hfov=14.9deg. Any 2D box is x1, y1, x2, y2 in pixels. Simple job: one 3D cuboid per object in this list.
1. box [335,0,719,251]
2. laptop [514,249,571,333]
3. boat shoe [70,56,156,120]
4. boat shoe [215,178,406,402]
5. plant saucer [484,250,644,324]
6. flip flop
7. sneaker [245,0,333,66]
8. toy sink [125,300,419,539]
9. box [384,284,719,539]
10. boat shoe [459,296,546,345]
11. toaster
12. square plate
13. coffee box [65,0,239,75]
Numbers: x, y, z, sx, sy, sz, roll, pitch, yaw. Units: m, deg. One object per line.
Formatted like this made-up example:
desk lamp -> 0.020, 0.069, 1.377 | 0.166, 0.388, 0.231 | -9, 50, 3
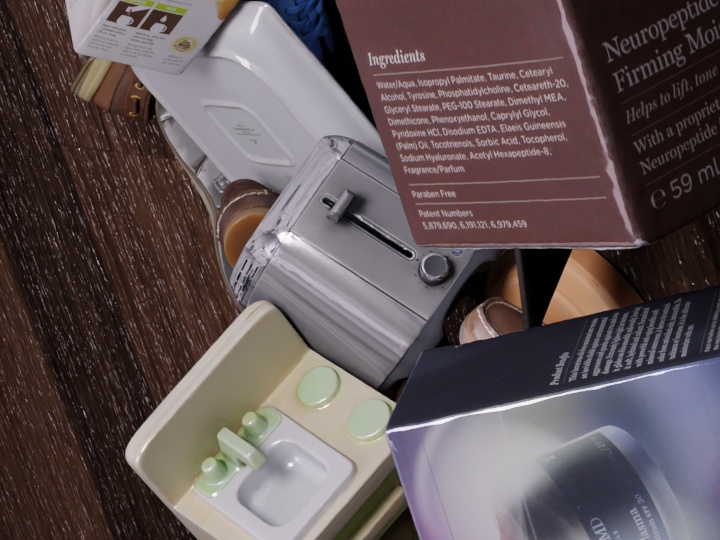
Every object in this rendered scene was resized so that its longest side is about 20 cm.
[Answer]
box -> 0.103, -0.130, 1.299 | 0.164, 0.166, 0.200 | 1, 115, 52
laptop -> 0.058, -0.097, 1.522 | 0.116, 0.200, 0.187 | 3, 125, 18
boat shoe -> -0.141, -0.167, 1.947 | 0.068, 0.072, 0.200 | 32, 148, -8
boat shoe -> -0.018, 0.015, 1.813 | 0.200, 0.070, 0.070 | 49, -172, -25
plant saucer -> 0.132, 0.073, 1.641 | 0.200, 0.032, 0.200 | 46, 150, 36
flip flop -> -0.081, -0.050, 1.921 | 0.200, 0.081, 0.058 | 61, 177, 7
sneaker -> -0.041, -0.164, 1.733 | 0.078, 0.066, 0.200 | 48, 154, 20
toy sink -> -0.025, 0.135, 1.659 | 0.112, 0.130, 0.200 | 30, 163, 40
box -> 0.140, 0.130, 1.435 | 0.123, 0.198, 0.200 | -58, -48, -67
boat shoe -> 0.147, 0.073, 1.525 | 0.200, 0.076, 0.072 | 36, 122, 6
toaster -> 0.000, 0.000, 1.677 | 0.129, 0.114, 0.200 | 35, 165, 1
square plate -> -0.064, -0.096, 1.762 | 0.200, 0.028, 0.198 | 8, 145, 53
coffee box -> -0.099, -0.225, 1.634 | 0.200, 0.080, 0.114 | -47, 45, 40
